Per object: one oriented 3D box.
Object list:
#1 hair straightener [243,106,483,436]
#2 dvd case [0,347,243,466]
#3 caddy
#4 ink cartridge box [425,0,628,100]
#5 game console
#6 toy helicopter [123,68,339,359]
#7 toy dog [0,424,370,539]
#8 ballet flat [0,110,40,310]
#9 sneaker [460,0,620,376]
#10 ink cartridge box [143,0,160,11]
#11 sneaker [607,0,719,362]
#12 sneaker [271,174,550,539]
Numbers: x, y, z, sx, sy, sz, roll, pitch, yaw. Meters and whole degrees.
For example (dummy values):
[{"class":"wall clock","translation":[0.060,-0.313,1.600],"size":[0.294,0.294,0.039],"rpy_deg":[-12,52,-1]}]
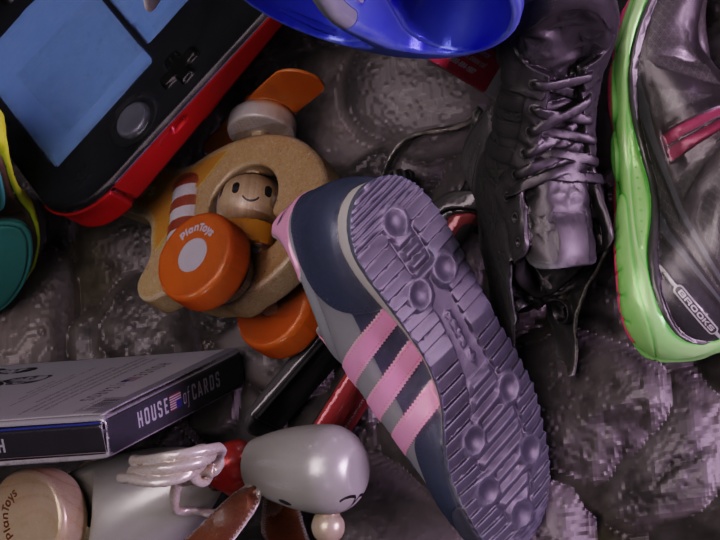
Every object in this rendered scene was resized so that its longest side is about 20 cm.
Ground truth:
[{"class":"hair straightener","translation":[0.000,0.000,1.326],"size":[0.077,0.041,0.200],"rpy_deg":[34,96,26]},{"class":"dvd case","translation":[-0.179,0.071,1.336],"size":[0.200,0.150,0.025],"rpy_deg":[-4,99,24]},{"class":"caddy","translation":[-0.004,-0.157,1.119],"size":[0.141,0.200,0.105],"rpy_deg":[6,67,22]},{"class":"ink cartridge box","translation":[0.080,-0.202,1.271],"size":[0.200,0.145,0.145],"rpy_deg":[-48,65,10]},{"class":"game console","translation":[-0.125,-0.129,1.377],"size":[0.177,0.031,0.200],"rpy_deg":[-50,42,9]},{"class":"toy helicopter","translation":[-0.084,-0.043,1.350],"size":[0.200,0.079,0.132],"rpy_deg":[16,77,45]},{"class":"toy dog","translation":[-0.088,0.133,1.298],"size":[0.200,0.132,0.096],"rpy_deg":[-12,87,53]},{"class":"ballet flat","translation":[-0.199,-0.045,1.358],"size":[0.067,0.200,0.067],"rpy_deg":[-5,64,-7]},{"class":"sneaker","translation":[0.090,-0.044,1.231],"size":[0.060,0.200,0.104],"rpy_deg":[-6,56,-16]},{"class":"ink cartridge box","translation":[-0.103,-0.233,1.325],"size":[0.068,0.115,0.200],"rpy_deg":[8,46,22]},{"class":"sneaker","translation":[0.160,-0.056,1.257],"size":[0.084,0.077,0.200],"rpy_deg":[-2,81,6]},{"class":"sneaker","translation":[0.024,0.044,1.265],"size":[0.082,0.070,0.200],"rpy_deg":[-1,118,50]}]
